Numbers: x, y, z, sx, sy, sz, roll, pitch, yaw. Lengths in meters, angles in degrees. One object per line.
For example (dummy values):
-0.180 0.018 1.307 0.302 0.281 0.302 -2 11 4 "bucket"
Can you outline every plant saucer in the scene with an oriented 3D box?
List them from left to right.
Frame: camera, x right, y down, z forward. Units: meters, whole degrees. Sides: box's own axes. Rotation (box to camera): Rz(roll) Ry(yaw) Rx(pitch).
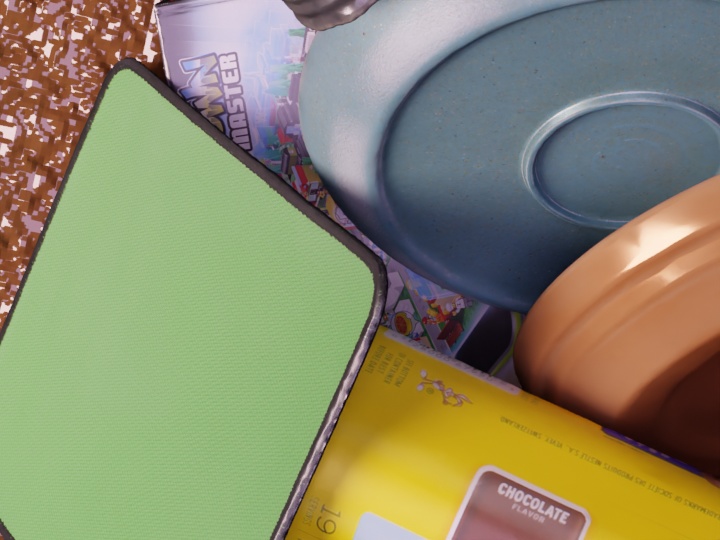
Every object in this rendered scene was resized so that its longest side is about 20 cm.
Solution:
0.080 -0.040 0.785 0.198 0.201 0.028 -1 55 1 "plant saucer"
0.147 0.016 0.812 0.199 0.200 0.038 -17 65 3 "plant saucer"

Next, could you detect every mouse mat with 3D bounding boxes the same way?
-0.067 0.035 0.824 0.007 0.200 0.162 16 104 -34 "mouse mat"

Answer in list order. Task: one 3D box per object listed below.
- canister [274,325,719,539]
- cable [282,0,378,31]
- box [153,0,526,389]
0.070 0.113 0.806 0.199 0.087 0.149 24 141 9 "canister"
-0.007 -0.116 0.792 0.097 0.200 0.050 -37 119 -5 "cable"
0.000 0.000 0.888 0.109 0.035 0.202 -9 99 2 "box"
